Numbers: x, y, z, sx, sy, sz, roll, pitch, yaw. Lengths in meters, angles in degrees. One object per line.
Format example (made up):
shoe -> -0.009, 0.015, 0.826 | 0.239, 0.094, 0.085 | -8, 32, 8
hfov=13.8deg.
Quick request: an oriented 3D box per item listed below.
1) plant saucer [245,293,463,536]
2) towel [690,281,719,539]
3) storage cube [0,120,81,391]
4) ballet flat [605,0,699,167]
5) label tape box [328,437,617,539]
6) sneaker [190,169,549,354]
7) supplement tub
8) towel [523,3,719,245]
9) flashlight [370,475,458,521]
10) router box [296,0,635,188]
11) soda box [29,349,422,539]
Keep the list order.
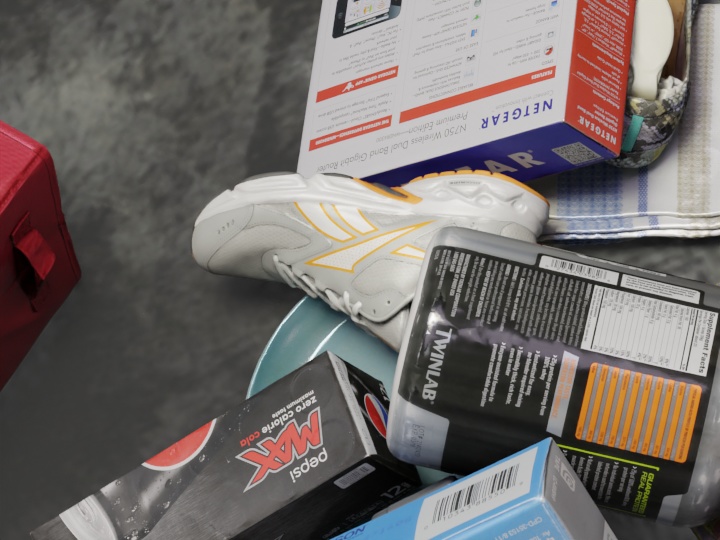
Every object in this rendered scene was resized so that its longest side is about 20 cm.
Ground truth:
plant saucer -> 0.034, 0.080, 1.585 | 0.199, 0.027, 0.201 | -7, 65, 16
towel -> 0.230, 0.057, 1.537 | 0.200, 0.023, 0.144 | -41, 61, 0
storage cube -> -0.280, -0.002, 1.614 | 0.199, 0.171, 0.180 | 29, 69, 13
ballet flat -> 0.156, -0.154, 1.616 | 0.072, 0.072, 0.201 | -3, 60, 15
label tape box -> 0.079, 0.200, 1.452 | 0.143, 0.201, 0.066 | -27, 22, 19
sneaker -> 0.000, 0.000, 1.580 | 0.199, 0.076, 0.093 | -2, 70, 20
supplement tub -> 0.120, 0.057, 1.477 | 0.199, 0.123, 0.123 | 14, 69, 4
towel -> 0.154, -0.079, 1.631 | 0.199, 0.024, 0.148 | -3, 63, 13
flashlight -> -0.019, 0.183, 1.518 | 0.199, 0.068, 0.068 | -28, 58, 13
router box -> 0.059, -0.131, 1.618 | 0.199, 0.049, 0.181 | -14, 59, 42
soda box -> -0.072, 0.125, 1.553 | 0.199, 0.063, 0.071 | -32, 60, 16
